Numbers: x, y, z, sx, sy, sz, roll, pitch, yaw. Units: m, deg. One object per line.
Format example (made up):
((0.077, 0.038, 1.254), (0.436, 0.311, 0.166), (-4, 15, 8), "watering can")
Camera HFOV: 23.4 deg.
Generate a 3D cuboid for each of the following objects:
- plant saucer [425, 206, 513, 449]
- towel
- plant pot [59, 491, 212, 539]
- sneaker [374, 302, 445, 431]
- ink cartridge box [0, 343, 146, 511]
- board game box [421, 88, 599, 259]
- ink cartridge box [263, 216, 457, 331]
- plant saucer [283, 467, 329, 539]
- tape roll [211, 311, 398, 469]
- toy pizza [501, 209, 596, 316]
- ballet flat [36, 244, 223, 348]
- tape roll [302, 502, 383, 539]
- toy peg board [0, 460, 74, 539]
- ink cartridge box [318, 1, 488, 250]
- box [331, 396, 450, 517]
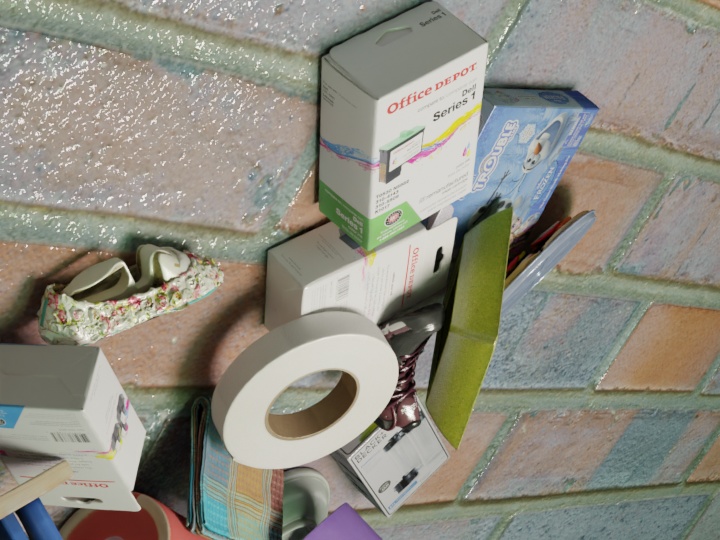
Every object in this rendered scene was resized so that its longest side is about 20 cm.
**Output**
((0.114, 0.059, 1.895), (0.200, 0.048, 0.200), (104, -3, -48), "plant saucer")
((-0.129, 0.226, 1.868), (0.022, 0.147, 0.200), (-8, 158, 22), "towel")
((-0.223, 0.332, 1.810), (0.200, 0.200, 0.177), (-42, 138, -10), "plant pot")
((0.051, 0.111, 1.884), (0.076, 0.116, 0.200), (-20, 174, -30), "sneaker")
((-0.269, 0.145, 1.584), (0.200, 0.115, 0.068), (75, 21, -55), "ink cartridge box")
((0.150, -0.106, 1.912), (0.199, 0.043, 0.200), (-5, 130, -48), "board game box")
((0.000, 0.000, 1.810), (0.200, 0.067, 0.117), (-25, 143, -28), "ink cartridge box")
((-0.104, 0.327, 2.075), (0.200, 0.050, 0.200), (-33, 147, -25), "plant saucer")
((-0.057, 0.126, 1.795), (0.202, 0.037, 0.203), (-20, 141, -17), "tape roll")
((0.201, -0.006, 2.062), (0.200, 0.032, 0.200), (-43, 171, -8), "toy pizza")
((-0.204, 0.014, 1.576), (0.200, 0.076, 0.064), (-26, 126, -38), "ballet flat")
((-0.058, 0.362, 1.972), (0.200, 0.085, 0.200), (-43, 171, -8), "tape roll")
((-0.355, 0.277, 1.524), (0.199, 0.098, 0.200), (-31, 179, 33), "toy peg board")
((0.039, -0.140, 1.692), (0.145, 0.084, 0.200), (-30, 145, -28), "ink cartridge box")
((0.029, 0.209, 2.099), (0.117, 0.060, 0.200), (-43, 149, -10), "box")
